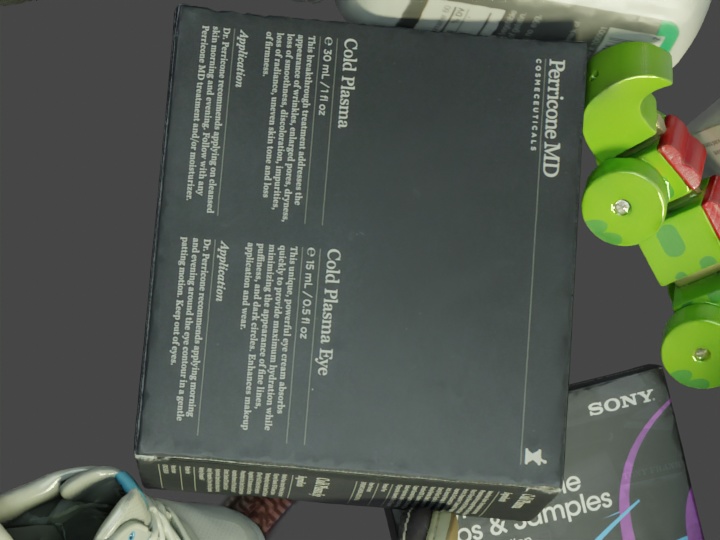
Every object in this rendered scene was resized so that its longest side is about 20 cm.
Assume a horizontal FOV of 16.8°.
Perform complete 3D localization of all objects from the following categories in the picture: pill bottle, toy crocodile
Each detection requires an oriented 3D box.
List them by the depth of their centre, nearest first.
[{"bbox_3d":[0.051,-0.155,1.082,0.198,0.113,0.114,8,87,-16],"label":"pill bottle"},{"bbox_3d":[0.151,-0.014,1.103,0.061,0.068,0.201,-21,112,24],"label":"toy crocodile"}]

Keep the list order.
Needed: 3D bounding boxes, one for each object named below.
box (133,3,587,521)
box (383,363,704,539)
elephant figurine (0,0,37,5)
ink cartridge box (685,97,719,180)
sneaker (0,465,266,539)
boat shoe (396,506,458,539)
[{"bbox_3d":[0.000,0.000,1.070,0.180,0.104,0.202,5,78,-1],"label":"box"},{"bbox_3d":[0.094,0.156,1.127,0.142,0.036,0.202,-14,88,-7],"label":"box"},{"bbox_3d":[-0.184,-0.173,1.078,0.141,0.155,0.202,13,98,-38],"label":"elephant figurine"},{"bbox_3d":[0.270,-0.031,1.098,0.146,0.146,0.200,-39,92,-6],"label":"ink cartridge box"},{"bbox_3d":[-0.103,0.119,1.038,0.075,0.199,0.087,53,122,26],"label":"sneaker"},{"bbox_3d":[-0.011,0.190,1.076,0.064,0.072,0.201,21,113,3],"label":"boat shoe"}]
